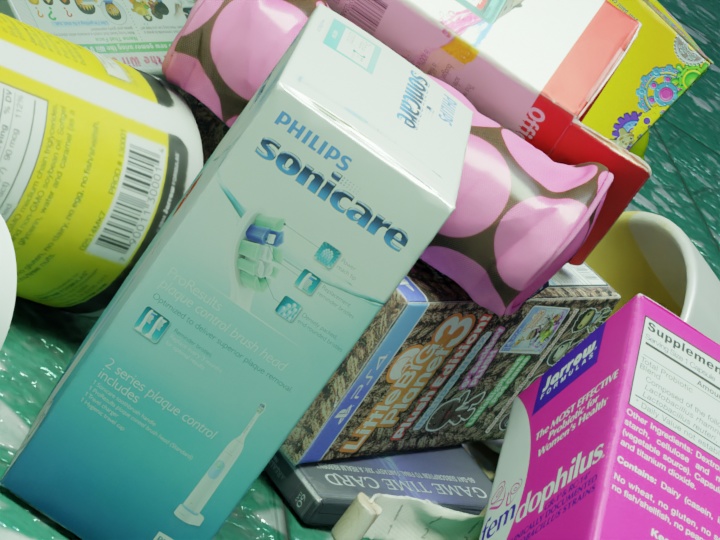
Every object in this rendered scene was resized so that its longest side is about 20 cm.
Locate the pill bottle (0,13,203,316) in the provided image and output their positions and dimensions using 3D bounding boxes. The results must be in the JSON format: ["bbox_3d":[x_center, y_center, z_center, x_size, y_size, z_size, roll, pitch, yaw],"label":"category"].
[{"bbox_3d":[-0.174,-0.058,1.084,0.200,0.114,0.114,21,23,-42],"label":"pill bottle"}]

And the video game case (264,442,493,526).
[{"bbox_3d":[-0.025,0.053,1.232,0.143,0.019,0.200,10,32,-47],"label":"video game case"}]

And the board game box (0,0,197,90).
[{"bbox_3d":[-0.157,-0.162,1.257,0.147,0.064,0.200,-6,61,-48],"label":"board game box"}]

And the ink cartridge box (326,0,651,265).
[{"bbox_3d":[0.052,-0.100,1.201,0.200,0.067,0.116,35,-27,2],"label":"ink cartridge box"}]

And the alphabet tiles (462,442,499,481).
[{"bbox_3d":[0.027,0.049,1.373,0.167,0.008,0.200,41,18,13],"label":"alphabet tiles"}]

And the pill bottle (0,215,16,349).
[{"bbox_3d":[-0.217,-0.005,0.872,0.200,0.113,0.113,13,29,-51],"label":"pill bottle"}]

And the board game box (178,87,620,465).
[{"bbox_3d":[0.000,0.000,1.223,0.159,0.097,0.200,45,23,26],"label":"board game box"}]

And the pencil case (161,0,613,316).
[{"bbox_3d":[0.014,-0.065,1.131,0.200,0.091,0.094,37,52,4],"label":"pencil case"}]

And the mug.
[{"bbox_3d":[0.158,0.060,1.363,0.153,0.149,0.187,41,31,-32],"label":"mug"}]

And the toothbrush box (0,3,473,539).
[{"bbox_3d":[-0.045,0.008,1.022,0.085,0.200,0.146,35,18,-6],"label":"toothbrush box"}]

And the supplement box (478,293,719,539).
[{"bbox_3d":[0.112,0.126,1.062,0.103,0.101,0.200,33,44,-14],"label":"supplement box"}]

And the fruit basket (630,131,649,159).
[{"bbox_3d":[0.133,-0.141,1.901,0.216,0.155,0.216,164,-90,-85],"label":"fruit basket"}]

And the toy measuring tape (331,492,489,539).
[{"bbox_3d":[0.071,0.138,1.134,0.200,0.074,0.074,16,27,-49],"label":"toy measuring tape"}]

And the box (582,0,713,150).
[{"bbox_3d":[0.085,-0.100,1.454,0.122,0.193,0.200,42,9,-6],"label":"box"}]
